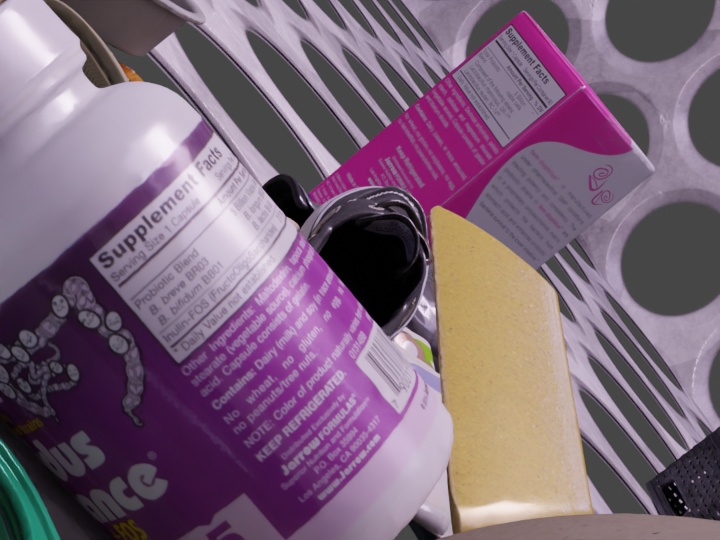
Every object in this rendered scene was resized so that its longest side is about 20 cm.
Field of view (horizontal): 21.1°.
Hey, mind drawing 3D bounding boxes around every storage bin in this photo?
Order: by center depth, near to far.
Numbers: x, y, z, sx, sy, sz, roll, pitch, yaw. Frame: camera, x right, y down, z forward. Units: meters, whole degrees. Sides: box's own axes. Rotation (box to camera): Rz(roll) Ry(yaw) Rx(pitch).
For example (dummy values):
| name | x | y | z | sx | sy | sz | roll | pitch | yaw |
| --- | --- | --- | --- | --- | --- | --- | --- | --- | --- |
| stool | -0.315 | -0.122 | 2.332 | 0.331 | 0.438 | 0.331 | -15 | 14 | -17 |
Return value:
| name | x | y | z | sx | sy | sz | roll | pitch | yaw |
| --- | --- | --- | --- | --- | --- | --- | --- | --- | --- |
| storage bin | 0.369 | 0.260 | 1.802 | 0.200 | 0.094 | 0.135 | 49 | 10 | -21 |

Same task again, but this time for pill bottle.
| name | x | y | z | sx | sy | sz | roll | pitch | yaw |
| --- | --- | --- | --- | --- | --- | --- | --- | --- | --- |
| pill bottle | -0.071 | 0.013 | 0.619 | 0.200 | 0.112 | 0.112 | 49 | 10 | -10 |

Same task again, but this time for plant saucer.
| name | x | y | z | sx | sy | sz | roll | pitch | yaw |
| --- | --- | --- | --- | --- | --- | --- | --- | --- | --- |
| plant saucer | 0.065 | 0.105 | 0.740 | 0.201 | 0.048 | 0.201 | -91 | 172 | -56 |

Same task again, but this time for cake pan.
| name | x | y | z | sx | sy | sz | roll | pitch | yaw |
| --- | --- | --- | --- | --- | --- | --- | --- | --- | --- |
| cake pan | -0.166 | -0.174 | 0.970 | 0.200 | 0.037 | 0.200 | 38 | 8 | -6 |

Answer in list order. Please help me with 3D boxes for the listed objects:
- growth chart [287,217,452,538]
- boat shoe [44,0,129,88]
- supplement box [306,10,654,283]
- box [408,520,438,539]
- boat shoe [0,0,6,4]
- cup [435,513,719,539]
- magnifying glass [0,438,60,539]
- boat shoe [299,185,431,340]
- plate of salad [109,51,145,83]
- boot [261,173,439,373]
| name | x | y | z | sx | sy | sz | roll | pitch | yaw |
| --- | --- | --- | --- | --- | --- | --- | --- | --- | --- |
| growth chart | 0.002 | 0.056 | 0.896 | 0.200 | 0.018 | 0.145 | 39 | 32 | -20 |
| boat shoe | -0.093 | -0.013 | 0.754 | 0.201 | 0.074 | 0.068 | 63 | 7 | 21 |
| supplement box | 0.076 | -0.055 | 1.273 | 0.101 | 0.200 | 0.104 | 43 | 13 | -42 |
| box | 0.095 | 0.167 | 1.000 | 0.201 | 0.051 | 0.158 | 56 | 11 | 21 |
| boat shoe | -0.138 | -0.162 | 0.820 | 0.072 | 0.072 | 0.200 | 45 | 40 | 1 |
| cup | 0.053 | 0.151 | 0.547 | 0.200 | 0.201 | 0.143 | 44 | -14 | -36 |
| magnifying glass | -0.082 | 0.103 | 0.515 | 0.200 | 0.022 | 0.080 | 52 | 9 | 11 |
| boat shoe | 0.000 | 0.000 | 0.873 | 0.070 | 0.066 | 0.200 | 49 | 30 | -1 |
| plate of salad | -0.120 | -0.072 | 0.891 | 0.200 | 0.048 | 0.200 | 50 | 10 | -12 |
| boot | 0.019 | 0.034 | 1.119 | 0.200 | 0.070 | 0.132 | 42 | 6 | 28 |
